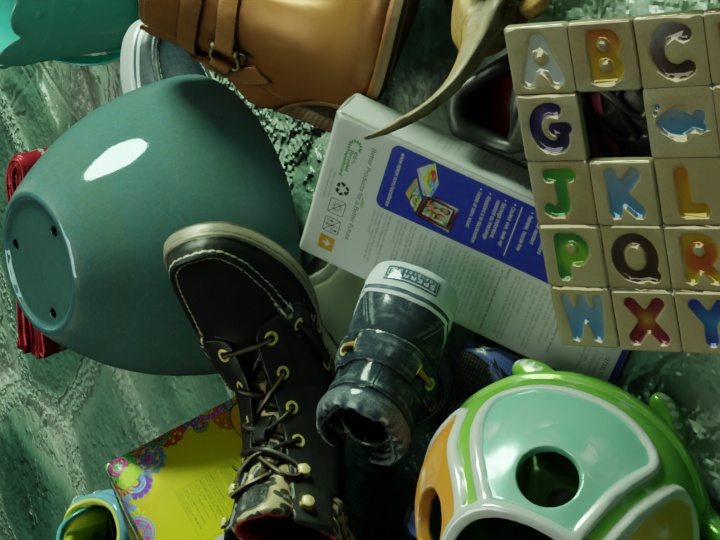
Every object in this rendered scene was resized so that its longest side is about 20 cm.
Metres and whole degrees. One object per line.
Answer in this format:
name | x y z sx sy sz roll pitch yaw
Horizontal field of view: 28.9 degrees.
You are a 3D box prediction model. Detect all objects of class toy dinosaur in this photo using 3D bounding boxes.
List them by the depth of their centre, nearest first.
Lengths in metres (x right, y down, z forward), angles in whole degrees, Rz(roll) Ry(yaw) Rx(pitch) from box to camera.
toy dinosaur | 0.066 -0.131 0.733 0.060 0.201 0.106 36 118 -12

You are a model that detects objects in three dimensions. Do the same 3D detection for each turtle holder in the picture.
turtle holder | 0.110 0.141 0.707 0.185 0.132 0.141 44 115 7

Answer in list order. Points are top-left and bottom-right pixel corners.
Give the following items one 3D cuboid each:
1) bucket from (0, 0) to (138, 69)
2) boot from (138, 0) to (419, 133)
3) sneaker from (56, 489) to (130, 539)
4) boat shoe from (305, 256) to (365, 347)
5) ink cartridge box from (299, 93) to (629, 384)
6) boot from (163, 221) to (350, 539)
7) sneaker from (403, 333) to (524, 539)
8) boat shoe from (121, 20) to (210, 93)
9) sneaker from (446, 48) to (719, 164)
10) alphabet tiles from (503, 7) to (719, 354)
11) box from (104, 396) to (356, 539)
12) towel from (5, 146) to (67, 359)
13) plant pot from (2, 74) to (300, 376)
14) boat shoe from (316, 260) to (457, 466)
bucket | -0.253 -0.259 1.108 0.206 0.134 0.210 20 115 51
boot | -0.051 -0.154 0.822 0.077 0.154 0.200 -66 8 -12
sneaker | -0.210 0.229 1.187 0.080 0.129 0.200 60 141 20
boat shoe | 0.002 0.002 0.897 0.072 0.060 0.202 38 137 1
ink cartridge box | 0.067 -0.015 0.780 0.198 0.037 0.096 27 125 11
boot | -0.055 0.082 0.813 0.201 0.072 0.152 62 -161 -45
sneaker | 0.067 0.136 0.829 0.075 0.078 0.203 23 117 48
boat shoe | -0.105 -0.096 1.004 0.090 0.070 0.203 -18 89 48
sneaker | 0.119 -0.080 0.695 0.199 0.083 0.078 -4 97 54
alphabet tiles | 0.167 -0.037 0.636 0.198 0.008 0.169 2 115 35
box | -0.067 0.225 0.947 0.201 0.121 0.194 55 161 28
towel | -0.188 -0.028 1.037 0.022 0.199 0.147 5 104 27
plant pot | -0.151 -0.018 0.908 0.199 0.134 0.203 19 116 45
boat shoe | 0.009 0.074 0.815 0.070 0.092 0.201 21 157 9
